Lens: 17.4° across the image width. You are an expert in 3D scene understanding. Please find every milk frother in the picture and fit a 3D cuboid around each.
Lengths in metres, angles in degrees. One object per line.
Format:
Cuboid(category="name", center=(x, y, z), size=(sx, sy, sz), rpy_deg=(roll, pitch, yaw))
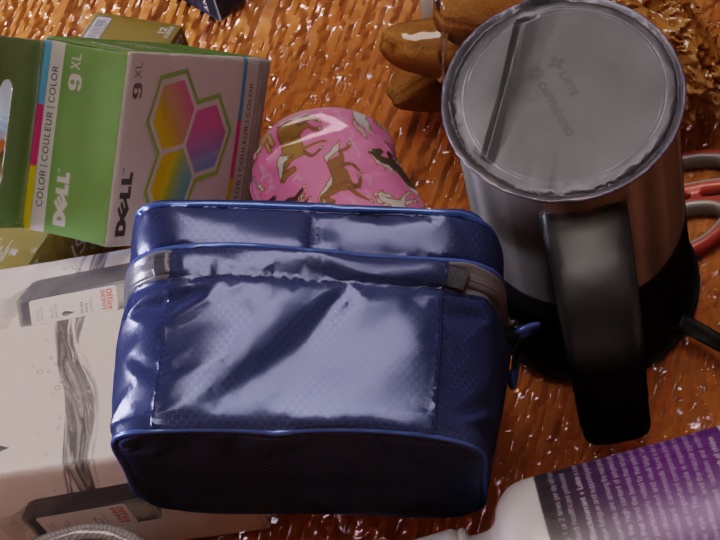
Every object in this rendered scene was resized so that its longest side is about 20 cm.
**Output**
Cuboid(category="milk frother", center=(0.158, -0.030, 1.166), size=(0.199, 0.189, 0.181), rpy_deg=(-25, 60, -4))

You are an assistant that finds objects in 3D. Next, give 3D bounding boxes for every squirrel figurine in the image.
Cuboid(category="squirrel figurine", center=(0.110, -0.147, 1.287), size=(0.198, 0.143, 0.187), rpy_deg=(9, 3, -8))

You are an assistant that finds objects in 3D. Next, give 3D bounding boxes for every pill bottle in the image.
Cuboid(category="pill bottle", center=(0.126, 0.140, 1.082), size=(0.198, 0.112, 0.112), rpy_deg=(-15, 47, 3))

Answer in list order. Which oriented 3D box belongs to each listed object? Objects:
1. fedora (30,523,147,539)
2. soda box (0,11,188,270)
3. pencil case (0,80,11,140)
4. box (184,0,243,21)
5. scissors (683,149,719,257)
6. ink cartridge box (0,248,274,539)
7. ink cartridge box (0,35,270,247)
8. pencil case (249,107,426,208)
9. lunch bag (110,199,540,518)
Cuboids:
Cuboid(category="fedora", center=(-0.148, 0.196, 1.127), size=(0.199, 0.091, 0.177), rpy_deg=(-31, 48, -11))
Cuboid(category="soda box", center=(-0.165, -0.056, 1.368), size=(0.064, 0.068, 0.201), rpy_deg=(12, 54, 25))
Cuboid(category="pencil case", center=(-0.284, -0.062, 1.356), size=(0.199, 0.091, 0.084), rpy_deg=(-36, 67, 18))
Cuboid(category="box", center=(-0.109, -0.253, 1.547), size=(0.199, 0.036, 0.143), rpy_deg=(32, 65, 34))
Cuboid(category="scissors", center=(0.242, -0.053, 1.282), size=(0.198, 0.014, 0.074), rpy_deg=(-16, 46, 5))
Cuboid(category="ink cartridge box", center=(-0.147, 0.071, 1.243), size=(0.198, 0.085, 0.146), rpy_deg=(-8, 49, 7))
Cuboid(category="ink cartridge box", center=(-0.128, -0.070, 1.272), size=(0.059, 0.200, 0.105), rpy_deg=(12, 98, 27))
Cuboid(category="pencil case", center=(0.000, 0.000, 1.264), size=(0.083, 0.086, 0.201), rpy_deg=(-50, 39, 29))
Cuboid(category="lunch bag", center=(-0.015, 0.035, 1.101), size=(0.198, 0.136, 0.133), rpy_deg=(2, 69, 1))
